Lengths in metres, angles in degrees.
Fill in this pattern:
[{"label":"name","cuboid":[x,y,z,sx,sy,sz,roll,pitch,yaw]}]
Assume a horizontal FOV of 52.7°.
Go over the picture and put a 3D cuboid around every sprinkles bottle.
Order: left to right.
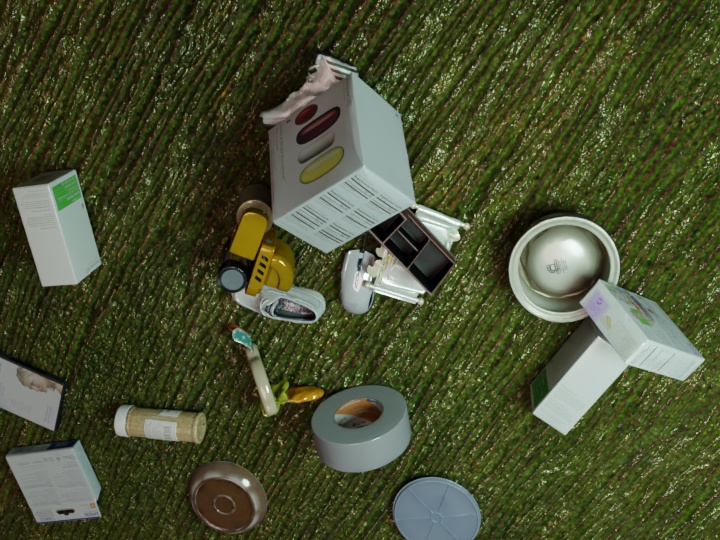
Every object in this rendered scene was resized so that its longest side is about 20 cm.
[{"label":"sprinkles bottle","cuboid":[-0.445,0.342,1.621,0.194,0.069,0.070,4,113,9]}]

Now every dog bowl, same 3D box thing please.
[{"label":"dog bowl","cuboid":[0.366,-0.014,1.321,0.194,0.074,0.206,4,114,9]}]

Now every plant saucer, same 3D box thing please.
[{"label":"plant saucer","cuboid":[-0.315,0.539,1.699,0.194,0.032,0.206,4,113,8]}]

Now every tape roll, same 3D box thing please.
[{"label":"tape roll","cuboid":[0.002,0.312,1.453,0.194,0.201,0.068,-6,113,12]}]

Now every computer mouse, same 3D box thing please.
[{"label":"computer mouse","cuboid":[0.000,0.000,1.410,0.106,0.044,0.206,8,113,5]}]

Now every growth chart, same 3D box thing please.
[{"label":"growth chart","cuboid":[0.100,-0.030,1.370,0.142,0.018,0.203,24,109,-13]}]

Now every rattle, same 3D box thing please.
[{"label":"rattle","cuboid":[-0.177,0.188,1.510,0.139,0.130,0.205,-19,82,6]}]

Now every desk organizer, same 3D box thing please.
[{"label":"desk organizer","cuboid":[0.083,-0.056,1.306,0.072,0.077,0.200,-43,99,15]}]

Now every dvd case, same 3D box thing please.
[{"label":"dvd case","cuboid":[-0.780,0.276,1.683,0.195,0.018,0.146,23,115,1]}]

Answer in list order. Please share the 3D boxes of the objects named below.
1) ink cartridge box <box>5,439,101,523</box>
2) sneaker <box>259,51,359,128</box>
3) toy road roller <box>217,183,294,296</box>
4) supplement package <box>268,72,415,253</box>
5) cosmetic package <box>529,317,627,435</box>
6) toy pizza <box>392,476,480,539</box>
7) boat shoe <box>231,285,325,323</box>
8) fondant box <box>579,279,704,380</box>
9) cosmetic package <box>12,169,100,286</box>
[{"label":"ink cartridge box","cuboid":[-0.732,0.512,1.758,0.194,0.041,0.205,-9,110,14]},{"label":"sneaker","cuboid":[-0.093,-0.322,1.290,0.194,0.076,0.119,-10,102,6]},{"label":"toy road roller","cuboid":[-0.183,-0.046,1.389,0.142,0.124,0.204,17,116,-13]},{"label":"supplement package","cuboid":[-0.037,-0.176,1.224,0.197,0.196,0.146,-26,146,30]},{"label":"cosmetic package","cuboid":[0.414,0.195,1.379,0.084,0.108,0.202,31,113,-3]},{"label":"toy pizza","cuboid":[0.168,0.536,1.607,0.194,0.032,0.206,4,113,10]},{"label":"boat shoe","cuboid":[-0.169,0.066,1.455,0.194,0.069,0.074,16,115,3]},{"label":"fondant box","cuboid":[0.488,0.105,1.261,0.197,0.146,0.059,18,122,-38]},{"label":"cosmetic package","cuboid":[-0.599,-0.084,1.445,0.082,0.108,0.205,-5,113,11]}]
